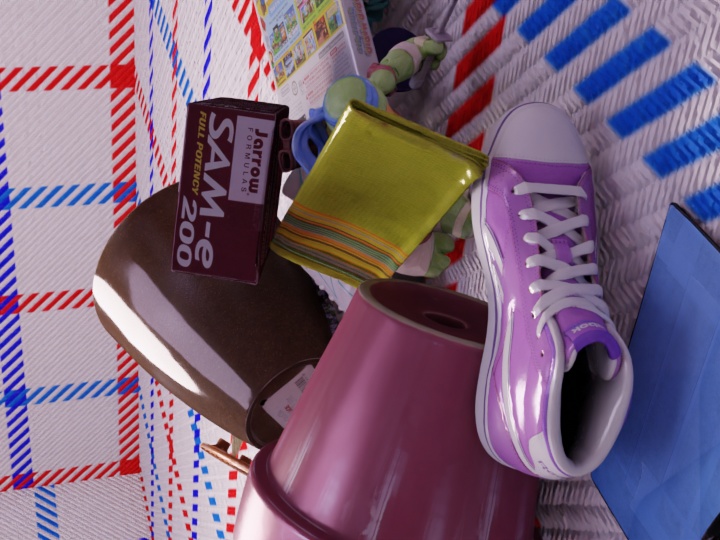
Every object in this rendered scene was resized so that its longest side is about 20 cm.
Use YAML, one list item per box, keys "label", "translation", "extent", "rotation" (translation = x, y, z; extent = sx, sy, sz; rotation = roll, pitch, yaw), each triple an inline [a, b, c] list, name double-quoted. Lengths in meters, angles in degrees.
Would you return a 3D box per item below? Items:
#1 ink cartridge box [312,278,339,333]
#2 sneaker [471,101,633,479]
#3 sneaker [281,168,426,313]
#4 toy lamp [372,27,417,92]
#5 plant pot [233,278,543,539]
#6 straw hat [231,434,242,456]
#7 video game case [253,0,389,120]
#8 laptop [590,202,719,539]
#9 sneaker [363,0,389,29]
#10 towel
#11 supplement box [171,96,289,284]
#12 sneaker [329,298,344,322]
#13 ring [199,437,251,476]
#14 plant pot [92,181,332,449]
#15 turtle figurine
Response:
- label: "ink cartridge box"
  translation: [-0.075, 0.032, 1.079]
  extent: [0.199, 0.050, 0.110]
  rotation: [-40, 48, 30]
- label: "sneaker"
  translation: [0.108, 0.006, 0.575]
  extent: [0.114, 0.071, 0.204]
  rotation: [161, 108, -78]
- label: "sneaker"
  translation: [0.000, 0.000, 0.874]
  extent: [0.079, 0.070, 0.203]
  rotation: [-16, 94, 29]
- label: "toy lamp"
  translation: [0.002, -0.139, 0.936]
  extent: [0.200, 0.057, 0.059]
  rotation: [144, 119, -67]
- label: "plant pot"
  translation: [0.035, 0.111, 0.698]
  extent: [0.200, 0.197, 0.182]
  rotation: [-136, 60, -65]
- label: "straw hat"
  translation: [-0.109, 0.127, 1.319]
  extent: [0.201, 0.083, 0.205]
  rotation: [-178, 90, -84]
- label: "video game case"
  translation: [-0.039, -0.191, 0.901]
  extent: [0.200, 0.023, 0.185]
  rotation: [164, 92, -70]
- label: "laptop"
  translation: [0.126, 0.105, 0.504]
  extent: [0.115, 0.199, 0.190]
  rotation: [28, 129, 29]
- label: "sneaker"
  translation: [0.000, -0.248, 0.921]
  extent: [0.080, 0.077, 0.201]
  rotation: [56, 157, 21]
- label: "towel"
  translation: [0.003, -0.036, 0.671]
  extent: [0.200, 0.085, 0.018]
  rotation: [129, 159, -64]
- label: "supplement box"
  translation: [-0.088, -0.064, 0.784]
  extent: [0.200, 0.060, 0.111]
  rotation: [-102, 19, -81]
- label: "sneaker"
  translation: [-0.016, 0.001, 0.942]
  extent: [0.074, 0.099, 0.203]
  rotation: [-25, 69, 45]
- label: "ring"
  translation: [-0.065, 0.211, 1.068]
  extent: [0.019, 0.199, 0.200]
  rotation: [-61, 11, -15]
- label: "plant pot"
  translation: [-0.102, 0.051, 0.937]
  extent: [0.200, 0.185, 0.189]
  rotation: [45, 139, 40]
- label: "turtle figurine"
  translation: [0.056, -0.082, 0.744]
  extent: [0.144, 0.199, 0.194]
  rotation: [49, 172, 20]
